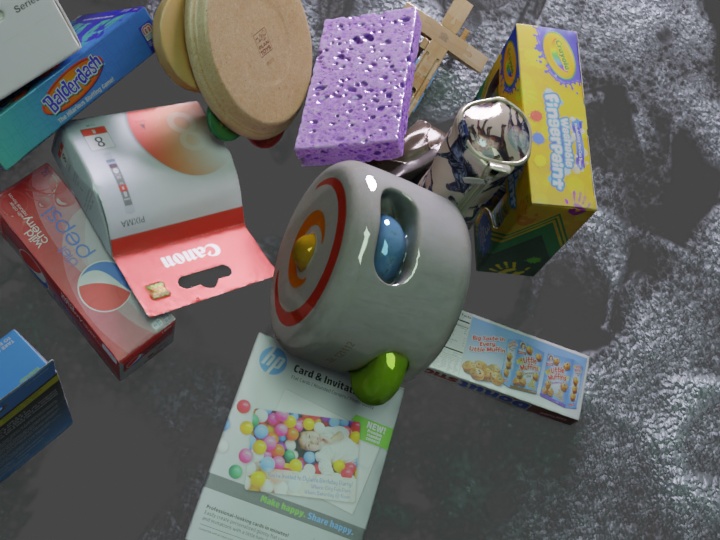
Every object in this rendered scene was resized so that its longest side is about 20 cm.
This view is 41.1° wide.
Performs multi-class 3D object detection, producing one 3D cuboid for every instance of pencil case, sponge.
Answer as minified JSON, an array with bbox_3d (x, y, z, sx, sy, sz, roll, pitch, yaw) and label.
[{"bbox_3d":[0.094,-0.076,0.952,0.077,0.201,0.090,24,51,-5],"label":"pencil case"},{"bbox_3d":[0.001,-0.197,1.021,0.109,0.030,0.203,-3,53,17],"label":"sponge"}]

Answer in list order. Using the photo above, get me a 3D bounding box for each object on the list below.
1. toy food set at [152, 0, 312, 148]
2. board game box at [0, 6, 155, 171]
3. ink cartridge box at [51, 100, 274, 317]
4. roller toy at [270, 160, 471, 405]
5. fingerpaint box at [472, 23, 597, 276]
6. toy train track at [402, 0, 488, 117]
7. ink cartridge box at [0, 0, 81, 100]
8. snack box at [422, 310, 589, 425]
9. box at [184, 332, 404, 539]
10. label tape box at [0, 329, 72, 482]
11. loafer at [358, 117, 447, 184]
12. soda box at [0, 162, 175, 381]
[{"bbox_3d":[-0.117,-0.227,0.980,0.048,0.199,0.202,-2,49,34],"label":"toy food set"},{"bbox_3d":[-0.303,-0.178,0.925,0.200,0.151,0.045,-47,124,-25],"label":"board game box"},{"bbox_3d":[-0.181,-0.067,0.922,0.161,0.050,0.201,-18,64,-42],"label":"ink cartridge box"},{"bbox_3d":[0.000,0.000,0.878,0.138,0.200,0.185,20,107,-24],"label":"roller toy"},{"bbox_3d":[0.170,-0.120,0.999,0.072,0.167,0.204,4,68,-11],"label":"fingerpaint box"},{"bbox_3d":[0.072,-0.228,1.097,0.114,0.033,0.202,32,70,-6],"label":"toy train track"},{"bbox_3d":[-0.366,-0.204,0.885,0.146,0.199,0.085,-41,121,-23],"label":"ink cartridge box"},{"bbox_3d":[0.135,0.091,0.981,0.197,0.024,0.073,20,64,-4],"label":"snack box"},{"bbox_3d":[-0.058,0.180,0.891,0.154,0.041,0.203,21,64,-5],"label":"box"},{"bbox_3d":[-0.311,0.122,0.766,0.144,0.200,0.063,-40,80,-24],"label":"label tape box"},{"bbox_3d":[0.014,-0.097,1.013,0.198,0.074,0.071,-28,64,-25],"label":"loafer"},{"bbox_3d":[-0.260,0.001,0.904,0.070,0.064,0.200,-38,81,-24],"label":"soda box"}]
